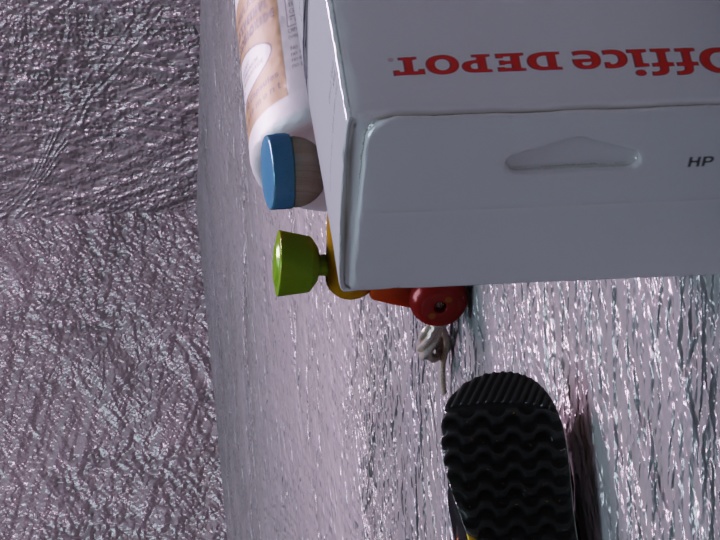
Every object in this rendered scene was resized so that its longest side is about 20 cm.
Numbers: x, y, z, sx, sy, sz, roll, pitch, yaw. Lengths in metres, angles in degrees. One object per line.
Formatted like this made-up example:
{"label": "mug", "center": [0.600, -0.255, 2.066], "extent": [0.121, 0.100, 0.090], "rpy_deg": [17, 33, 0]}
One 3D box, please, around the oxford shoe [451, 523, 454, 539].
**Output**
{"label": "oxford shoe", "center": [0.058, 0.184, 1.271], "extent": [0.071, 0.072, 0.201], "rpy_deg": [94, 171, -47]}

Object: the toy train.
{"label": "toy train", "center": [0.000, 0.000, 1.504], "extent": [0.085, 0.115, 0.201], "rpy_deg": [-101, 11, -52]}

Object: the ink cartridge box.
{"label": "ink cartridge box", "center": [0.052, -0.094, 0.897], "extent": [0.086, 0.145, 0.201], "rpy_deg": [97, 168, -48]}

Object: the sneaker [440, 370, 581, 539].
{"label": "sneaker", "center": [0.076, 0.150, 1.192], "extent": [0.090, 0.069, 0.202], "rpy_deg": [42, -136, -78]}

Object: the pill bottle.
{"label": "pill bottle", "center": [-0.020, -0.148, 1.628], "extent": [0.115, 0.113, 0.201], "rpy_deg": [98, 168, -56]}
